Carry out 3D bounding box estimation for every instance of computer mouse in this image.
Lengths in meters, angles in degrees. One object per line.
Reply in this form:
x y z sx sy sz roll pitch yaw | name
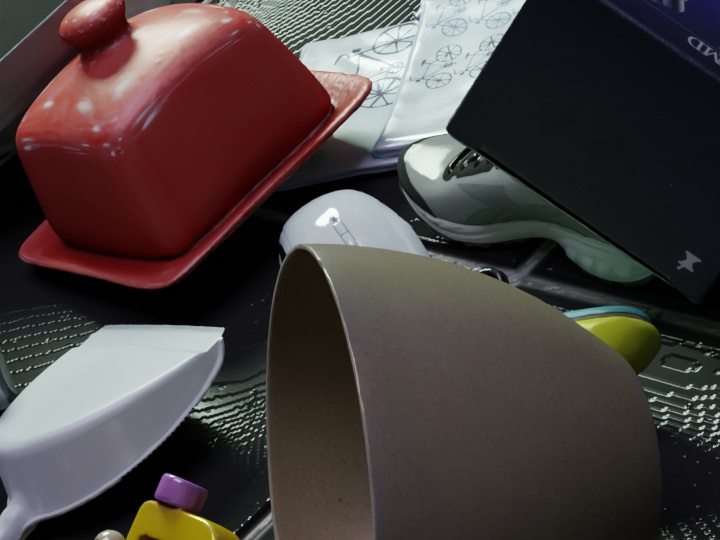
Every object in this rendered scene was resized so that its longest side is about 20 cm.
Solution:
0.000 0.000 1.080 0.110 0.044 0.200 -31 32 -8 | computer mouse

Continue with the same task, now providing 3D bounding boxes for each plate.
-0.209 -0.131 1.330 0.200 0.032 0.200 -38 2 21 | plate

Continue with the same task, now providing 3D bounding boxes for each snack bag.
0.029 -0.121 1.262 0.200 0.021 0.189 -10 35 23 | snack bag

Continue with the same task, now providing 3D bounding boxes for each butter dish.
-0.130 -0.102 1.203 0.200 0.148 0.199 -45 31 -24 | butter dish

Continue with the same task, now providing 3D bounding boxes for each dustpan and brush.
-0.164 0.106 1.039 0.200 0.057 0.140 -38 22 -32 | dustpan and brush

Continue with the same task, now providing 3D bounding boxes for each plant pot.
0.045 0.085 0.813 0.134 0.200 0.200 -4 28 -14 | plant pot

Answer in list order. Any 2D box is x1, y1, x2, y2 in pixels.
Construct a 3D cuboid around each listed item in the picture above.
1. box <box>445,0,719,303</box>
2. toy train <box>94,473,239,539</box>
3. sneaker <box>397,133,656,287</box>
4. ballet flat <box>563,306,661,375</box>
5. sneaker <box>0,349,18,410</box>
0.154 -0.100 0.954 0.104 0.148 0.200 -58 -4 35 | box
-0.093 0.180 0.875 0.150 0.056 0.200 -50 42 9 | toy train
0.093 -0.054 1.065 0.074 0.079 0.200 -44 35 -25 | sneaker
0.049 0.073 0.932 0.200 0.067 0.067 -15 54 21 | ballet flat
-0.284 0.057 1.143 0.146 0.077 0.202 -22 19 -18 | sneaker
